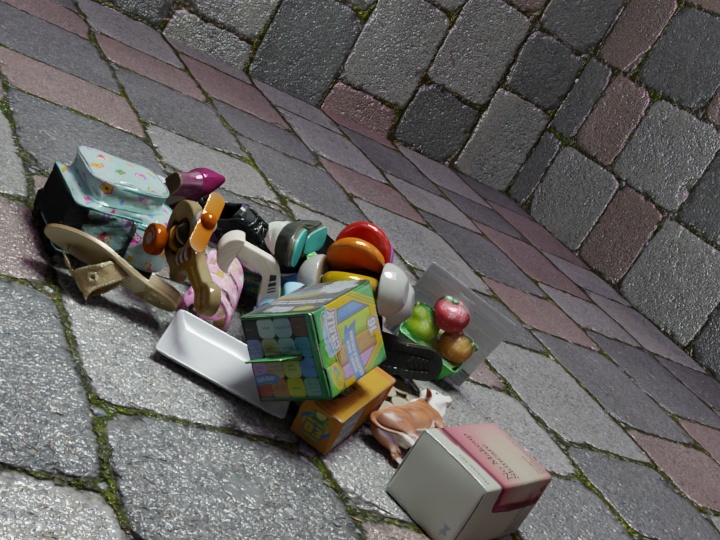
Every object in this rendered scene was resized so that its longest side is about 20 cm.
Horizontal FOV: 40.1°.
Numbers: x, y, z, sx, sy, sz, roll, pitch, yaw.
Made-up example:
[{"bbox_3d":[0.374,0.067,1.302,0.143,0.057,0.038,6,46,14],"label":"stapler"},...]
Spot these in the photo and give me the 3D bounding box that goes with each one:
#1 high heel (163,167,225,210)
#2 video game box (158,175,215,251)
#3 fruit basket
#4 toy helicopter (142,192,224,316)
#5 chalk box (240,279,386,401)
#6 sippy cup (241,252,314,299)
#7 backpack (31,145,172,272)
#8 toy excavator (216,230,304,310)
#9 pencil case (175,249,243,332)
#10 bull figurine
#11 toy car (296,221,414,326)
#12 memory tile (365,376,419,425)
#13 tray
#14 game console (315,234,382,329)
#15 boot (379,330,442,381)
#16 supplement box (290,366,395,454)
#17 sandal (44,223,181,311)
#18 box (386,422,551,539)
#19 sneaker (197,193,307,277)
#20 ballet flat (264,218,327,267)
[{"bbox_3d":[-0.313,-0.117,1.646,0.096,0.199,0.068,-4,80,-45],"label":"high heel"},{"bbox_3d":[-0.307,-0.097,1.814,0.181,0.047,0.200,17,22,-34],"label":"video game box"},{"bbox_3d":[0.157,0.097,1.778,0.185,0.200,0.094,37,36,2],"label":"fruit basket"},{"bbox_3d":[-0.228,-0.022,1.386,0.078,0.132,0.201,14,37,-40],"label":"toy helicopter"},{"bbox_3d":[-0.072,0.102,1.335,0.124,0.125,0.200,-5,14,34],"label":"chalk box"},{"bbox_3d":[-0.160,-0.006,1.683,0.129,0.141,0.178,14,-14,-17],"label":"sippy cup"},{"bbox_3d":[-0.370,-0.087,1.500,0.199,0.154,0.176,27,10,-40],"label":"backpack"},{"bbox_3d":[-0.124,0.044,1.473,0.193,0.202,0.100,5,22,-9],"label":"toy excavator"},{"bbox_3d":[-0.227,0.036,1.505,0.086,0.083,0.200,25,18,-9],"label":"pencil case"},{"bbox_3d":[0.091,0.240,1.495,0.121,0.065,0.199,46,28,26],"label":"bull figurine"},{"bbox_3d":[0.000,0.000,1.585,0.173,0.151,0.200,7,-11,11],"label":"toy car"},{"bbox_3d":[0.022,0.196,1.596,0.153,0.017,0.199,39,19,25],"label":"memory tile"},{"bbox_3d":[-0.184,0.134,1.374,0.199,0.022,0.108,30,30,-6],"label":"tray"},{"bbox_3d":[-0.055,0.023,1.828,0.175,0.117,0.200,-3,36,-49],"label":"game console"},{"bbox_3d":[0.028,0.131,1.682,0.199,0.078,0.138,23,2,-14],"label":"boot"},{"bbox_3d":[-0.023,0.191,1.418,0.066,0.069,0.200,35,20,15],"label":"supplement box"},{"bbox_3d":[-0.354,0.015,1.364,0.211,0.078,0.070,30,60,-14],"label":"sandal"},{"bbox_3d":[0.154,0.296,1.376,0.128,0.109,0.199,41,19,31],"label":"box"},{"bbox_3d":[-0.178,-0.058,1.586,0.199,0.088,0.076,22,50,6],"label":"sneaker"},{"bbox_3d":[-0.107,-0.046,1.516,0.068,0.069,0.200,19,9,8],"label":"ballet flat"}]
